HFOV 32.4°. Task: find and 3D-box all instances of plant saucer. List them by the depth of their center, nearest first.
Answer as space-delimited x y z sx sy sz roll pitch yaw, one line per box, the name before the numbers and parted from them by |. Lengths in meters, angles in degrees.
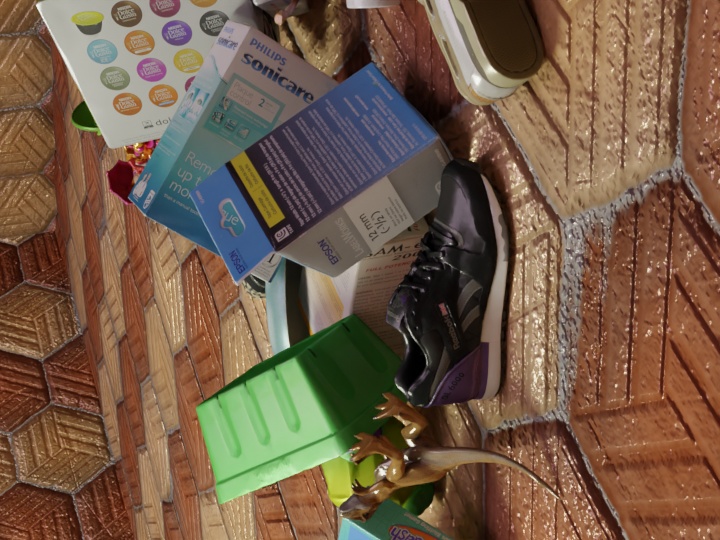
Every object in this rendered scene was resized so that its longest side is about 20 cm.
plant saucer | -0.071 0.023 1.307 0.200 0.027 0.202 -1 -90 -81

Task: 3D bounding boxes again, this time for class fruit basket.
fruit basket | -0.023 0.163 1.132 0.214 0.155 0.218 18 122 30

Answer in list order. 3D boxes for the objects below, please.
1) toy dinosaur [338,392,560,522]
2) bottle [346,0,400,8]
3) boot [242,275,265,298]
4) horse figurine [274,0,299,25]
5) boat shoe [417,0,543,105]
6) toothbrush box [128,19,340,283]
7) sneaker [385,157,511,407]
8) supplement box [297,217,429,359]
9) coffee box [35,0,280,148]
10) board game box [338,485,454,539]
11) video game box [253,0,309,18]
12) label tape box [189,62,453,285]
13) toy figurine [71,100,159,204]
toy dinosaur | 0.053 0.149 0.987 0.199 0.106 0.061 -23 35 40
bottle | 0.005 -0.321 1.027 0.084 0.065 0.202 -135 40 -72
boot | -0.116 -0.070 1.461 0.154 0.073 0.206 132 137 -76
horse figurine | -0.064 -0.306 1.035 0.050 0.133 0.201 11 138 34
boat shoe | 0.067 -0.216 0.890 0.068 0.074 0.202 -36 66 62
toothbrush box | -0.106 -0.114 1.185 0.201 0.146 0.085 -60 27 1
sneaker | 0.064 0.015 0.975 0.076 0.087 0.202 -146 50 -64
supplement box | 0.000 0.000 1.166 0.201 0.073 0.127 100 153 -45
coffee box | -0.200 -0.281 1.284 0.199 0.198 0.201 71 -171 -47
board game box | 0.044 0.303 1.104 0.151 0.045 0.201 29 135 20
video game box | -0.098 -0.353 1.211 0.182 0.046 0.202 -91 -12 -83
label tape box | -0.031 -0.069 1.044 0.066 0.199 0.144 53 -178 -41
toy figurine | -0.381 -0.194 2.117 0.199 0.150 0.185 21 136 40
